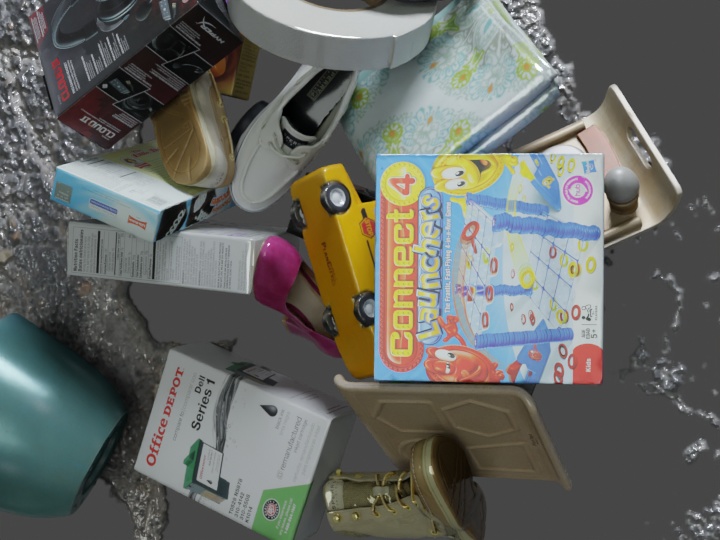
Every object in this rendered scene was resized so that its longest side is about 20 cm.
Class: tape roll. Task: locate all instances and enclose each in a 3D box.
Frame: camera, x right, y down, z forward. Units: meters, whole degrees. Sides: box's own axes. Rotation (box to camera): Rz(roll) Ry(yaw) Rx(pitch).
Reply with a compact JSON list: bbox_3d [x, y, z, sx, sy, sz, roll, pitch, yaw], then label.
[{"bbox_3d":[-0.027,-0.259,1.021,0.202,0.203,0.037,22,132,13],"label":"tape roll"}]

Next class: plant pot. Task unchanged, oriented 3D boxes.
[{"bbox_3d":[-0.349,0.171,1.145,0.161,0.201,0.201,28,101,-1],"label":"plant pot"}]

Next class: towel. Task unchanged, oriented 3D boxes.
[{"bbox_3d":[0.078,-0.168,1.022,0.200,0.048,0.171,-38,45,12],"label":"towel"}]

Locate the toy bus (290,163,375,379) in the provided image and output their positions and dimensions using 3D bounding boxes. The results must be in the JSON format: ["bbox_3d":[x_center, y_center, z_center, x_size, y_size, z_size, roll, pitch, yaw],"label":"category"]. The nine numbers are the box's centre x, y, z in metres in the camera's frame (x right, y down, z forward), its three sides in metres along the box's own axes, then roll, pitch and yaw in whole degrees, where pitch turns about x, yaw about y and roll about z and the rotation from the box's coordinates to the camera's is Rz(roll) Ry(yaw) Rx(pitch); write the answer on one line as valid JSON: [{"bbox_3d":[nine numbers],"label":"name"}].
[{"bbox_3d":[0.000,0.000,1.013,0.065,0.078,0.201,-22,84,53],"label":"toy bus"}]

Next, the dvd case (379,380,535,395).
[{"bbox_3d":[0.102,0.089,1.054,0.150,0.025,0.200,22,125,12],"label":"dvd case"}]

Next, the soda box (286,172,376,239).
[{"bbox_3d":[0.031,-0.036,1.085,0.200,0.063,0.071,22,100,12],"label":"soda box"}]

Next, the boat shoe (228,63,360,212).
[{"bbox_3d":[-0.064,-0.136,1.045,0.072,0.066,0.200,37,105,-16],"label":"boat shoe"}]

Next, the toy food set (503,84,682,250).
[{"bbox_3d":[0.177,-0.079,0.996,0.200,0.060,0.144,-24,58,3],"label":"toy food set"}]

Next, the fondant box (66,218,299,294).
[{"bbox_3d":[-0.179,-0.020,1.102,0.199,0.144,0.058,7,97,15],"label":"fondant box"}]

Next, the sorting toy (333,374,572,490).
[{"bbox_3d":[0.093,0.150,1.022,0.199,0.185,0.037,3,57,26],"label":"sorting toy"}]

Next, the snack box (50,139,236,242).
[{"bbox_3d":[-0.205,-0.085,1.075,0.116,0.200,0.037,23,111,13],"label":"snack box"}]

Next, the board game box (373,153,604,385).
[{"bbox_3d":[0.111,-0.002,0.931,0.195,0.056,0.201,0,89,6],"label":"board game box"}]

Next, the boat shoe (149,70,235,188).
[{"bbox_3d":[-0.174,-0.169,1.076,0.074,0.069,0.201,-24,68,25],"label":"boat shoe"}]

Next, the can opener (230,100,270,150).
[{"bbox_3d":[-0.065,-0.174,1.101,0.079,0.063,0.200,41,103,2],"label":"can opener"}]

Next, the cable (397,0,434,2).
[{"bbox_3d":[0.021,-0.312,1.023,0.200,0.163,0.051,23,130,11],"label":"cable"}]

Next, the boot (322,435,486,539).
[{"bbox_3d":[0.033,0.218,1.047,0.155,0.200,0.073,-1,62,18],"label":"boot"}]

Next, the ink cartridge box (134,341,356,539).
[{"bbox_3d":[-0.123,0.178,1.122,0.200,0.084,0.147,21,99,19],"label":"ink cartridge box"}]

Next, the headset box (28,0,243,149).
[{"bbox_3d":[-0.229,-0.229,1.037,0.200,0.077,0.149,-33,57,16],"label":"headset box"}]

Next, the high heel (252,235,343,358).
[{"bbox_3d":[-0.043,0.032,1.051,0.096,0.200,0.067,18,63,18],"label":"high heel"}]

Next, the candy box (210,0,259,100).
[{"bbox_3d":[-0.157,-0.291,1.123,0.116,0.056,0.201,15,97,14],"label":"candy box"}]
